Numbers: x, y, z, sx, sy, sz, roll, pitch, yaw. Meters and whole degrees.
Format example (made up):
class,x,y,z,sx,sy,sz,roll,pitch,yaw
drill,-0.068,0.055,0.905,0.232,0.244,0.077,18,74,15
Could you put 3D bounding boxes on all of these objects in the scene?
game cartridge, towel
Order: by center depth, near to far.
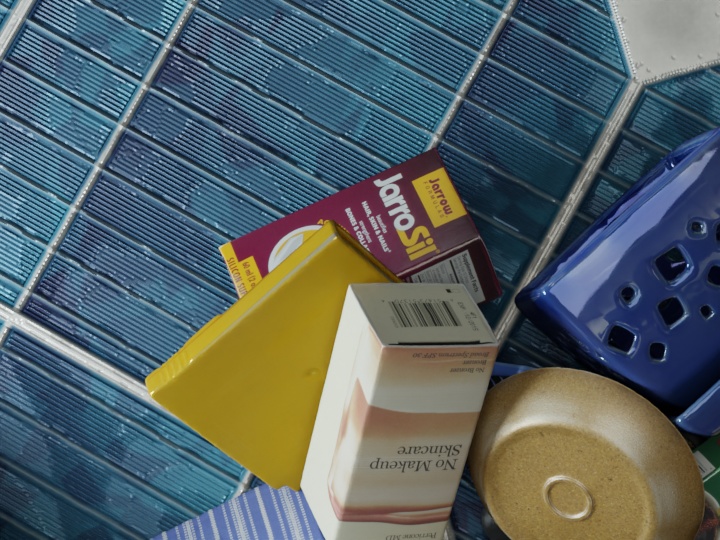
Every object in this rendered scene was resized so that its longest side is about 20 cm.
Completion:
class,x,y,z,sx,sy,sz,roll,pitch,yaw
game cartridge,-0.041,0.073,1.686,0.200,0.176,0.032,-39,37,13
towel,-0.122,0.243,1.723,0.199,0.145,0.024,-26,118,-1

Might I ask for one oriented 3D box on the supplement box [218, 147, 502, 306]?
class,x,y,z,sx,sy,sz,roll,pitch,yaw
supplement box,0.000,0.000,1.743,0.199,0.086,0.111,-25,52,0

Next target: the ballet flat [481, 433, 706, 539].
class,x,y,z,sx,sy,sz,roll,pitch,yaw
ballet flat,0.193,0.175,1.740,0.199,0.073,0.073,-17,82,1

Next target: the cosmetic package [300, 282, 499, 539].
class,x,y,z,sx,sy,sz,roll,pitch,yaw
cosmetic package,0.028,0.115,1.662,0.103,0.087,0.201,-1,125,-21

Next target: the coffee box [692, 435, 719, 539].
class,x,y,z,sx,sy,sz,roll,pitch,yaw
coffee box,0.333,0.169,1.716,0.200,0.044,0.123,-36,118,-3

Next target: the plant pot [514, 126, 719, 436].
class,x,y,z,sx,sy,sz,roll,pitch,yaw
plant pot,0.259,0.020,1.697,0.200,0.200,0.180,-43,90,-3

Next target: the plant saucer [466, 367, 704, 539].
class,x,y,z,sx,sy,sz,roll,pitch,yaw
plant saucer,0.168,0.170,1.665,0.199,0.035,0.201,14,126,20

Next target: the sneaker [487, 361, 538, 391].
class,x,y,z,sx,sy,sz,roll,pitch,yaw
sneaker,0.107,0.113,1.755,0.199,0.070,0.078,10,86,11
